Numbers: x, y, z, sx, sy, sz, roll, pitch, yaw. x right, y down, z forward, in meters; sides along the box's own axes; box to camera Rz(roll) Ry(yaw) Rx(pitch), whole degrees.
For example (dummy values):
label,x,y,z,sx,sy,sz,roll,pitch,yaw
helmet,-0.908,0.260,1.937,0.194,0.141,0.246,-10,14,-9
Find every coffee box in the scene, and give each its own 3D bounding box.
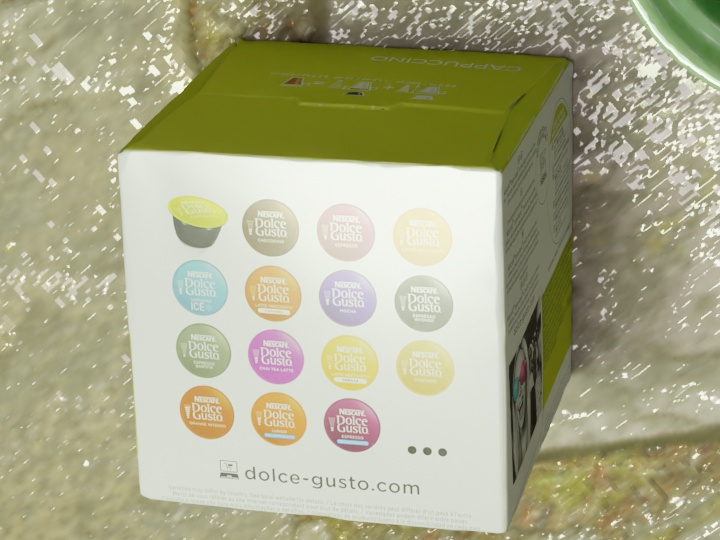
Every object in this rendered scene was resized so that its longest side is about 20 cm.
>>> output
label,x,y,z,sx,sy,sz,roll,pitch,yaw
coffee box,0.000,0.000,1.438,0.199,0.200,0.199,4,112,14

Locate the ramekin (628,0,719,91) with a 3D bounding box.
label,x,y,z,sx,sy,sz,roll,pitch,yaw
ramekin,0.229,-0.187,1.343,0.199,0.098,0.201,10,118,18
